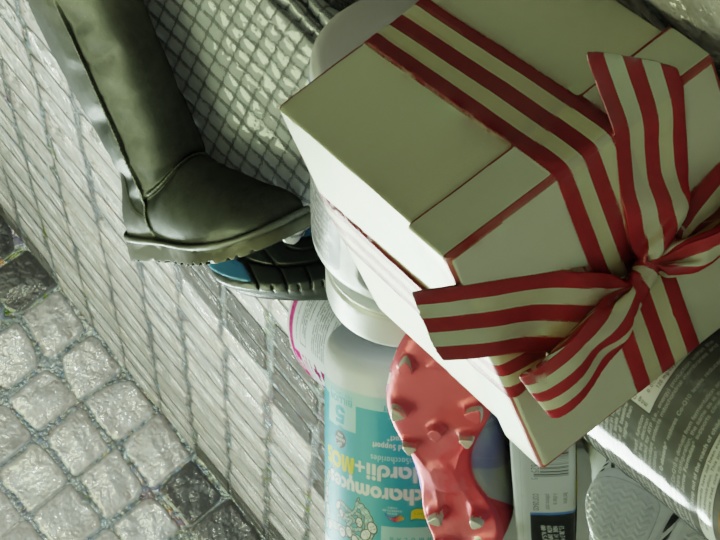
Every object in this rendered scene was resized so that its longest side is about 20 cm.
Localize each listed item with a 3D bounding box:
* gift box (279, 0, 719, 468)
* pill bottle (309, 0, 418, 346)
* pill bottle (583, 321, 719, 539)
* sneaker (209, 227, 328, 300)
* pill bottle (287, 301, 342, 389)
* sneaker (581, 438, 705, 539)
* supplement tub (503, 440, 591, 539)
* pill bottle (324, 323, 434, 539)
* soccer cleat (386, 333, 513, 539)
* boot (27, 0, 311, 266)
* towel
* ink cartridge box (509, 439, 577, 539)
[{"bbox_3d":[0.081,-0.037,1.163,0.187,0.184,0.200,42,170,43],"label":"gift box"},{"bbox_3d":[0.027,-0.053,1.373,0.114,0.114,0.200,44,152,30],"label":"pill bottle"},{"bbox_3d":[0.182,0.068,1.236,0.200,0.116,0.117,39,162,44],"label":"pill bottle"},{"bbox_3d":[0.000,0.000,1.559,0.082,0.199,0.074,72,-160,-56],"label":"sneaker"},{"bbox_3d":[0.027,0.059,1.714,0.114,0.113,0.200,57,172,-22],"label":"pill bottle"},{"bbox_3d":[0.167,0.112,1.384,0.115,0.075,0.201,66,-162,-72],"label":"sneaker"},{"bbox_3d":[0.113,0.174,1.705,0.141,0.140,0.200,55,167,-15],"label":"supplement tub"},{"bbox_3d":[0.031,0.135,1.568,0.111,0.110,0.201,31,126,57],"label":"pill bottle"},{"bbox_3d":[0.059,0.091,1.447,0.066,0.077,0.201,1,132,16],"label":"soccer cleat"},{"bbox_3d":[-0.122,-0.105,1.472,0.181,0.072,0.201,-2,107,44],"label":"boot"},{"bbox_3d":[-0.058,-0.143,1.491,0.200,0.085,0.166,44,140,15],"label":"towel"},{"bbox_3d":[0.112,0.047,1.454,0.198,0.047,0.201,77,-166,-62],"label":"ink cartridge box"}]
